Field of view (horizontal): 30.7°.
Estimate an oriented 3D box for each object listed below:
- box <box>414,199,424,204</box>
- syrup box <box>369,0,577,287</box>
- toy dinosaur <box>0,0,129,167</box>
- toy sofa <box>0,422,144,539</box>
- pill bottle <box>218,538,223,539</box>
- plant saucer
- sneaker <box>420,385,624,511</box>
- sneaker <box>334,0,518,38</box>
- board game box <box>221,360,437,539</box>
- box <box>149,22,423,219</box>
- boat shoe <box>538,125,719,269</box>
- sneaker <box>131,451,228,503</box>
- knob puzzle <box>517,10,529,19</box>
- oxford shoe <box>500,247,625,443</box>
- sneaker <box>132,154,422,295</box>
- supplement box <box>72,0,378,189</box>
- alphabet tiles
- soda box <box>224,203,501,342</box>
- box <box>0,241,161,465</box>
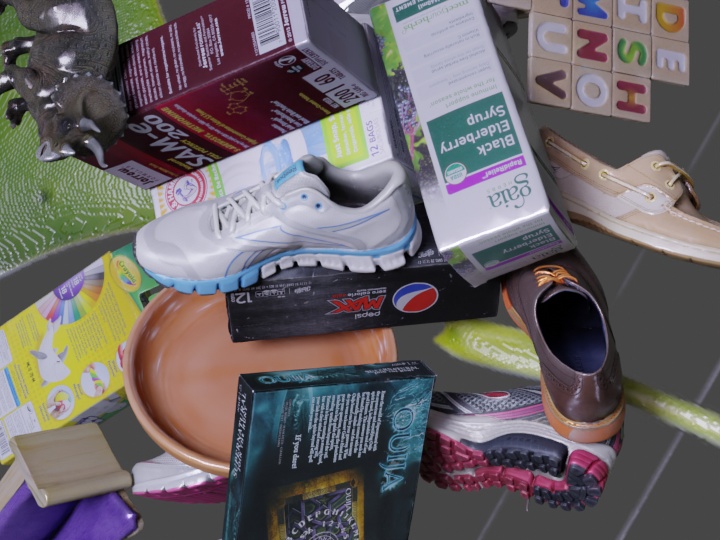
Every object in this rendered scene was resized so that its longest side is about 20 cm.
[{"bbox_3d":[-0.030,-0.066,1.058,0.200,0.038,0.137,-32,68,16],"label":"box"},{"bbox_3d":[0.077,-0.099,0.907,0.079,0.081,0.200,-21,65,15],"label":"syrup box"},{"bbox_3d":[-0.197,-0.146,0.868,0.102,0.077,0.200,-4,69,13],"label":"toy dinosaur"},{"bbox_3d":[-0.264,0.220,1.051,0.200,0.083,0.098,-50,60,32],"label":"toy sofa"},{"bbox_3d":[-0.071,0.302,0.962,0.112,0.112,0.200,-42,66,12],"label":"pill bottle"},{"bbox_3d":[-0.073,0.072,0.968,0.200,0.037,0.200,0,50,0],"label":"plant saucer"},{"bbox_3d":[0.095,0.117,0.949,0.200,0.081,0.075,9,49,33],"label":"sneaker"},{"bbox_3d":[0.029,-0.218,1.037,0.200,0.074,0.079,1,88,23],"label":"sneaker"},{"bbox_3d":[-0.026,0.160,0.895,0.028,0.135,0.200,41,128,55],"label":"board game box"},{"bbox_3d":[-0.054,-0.088,0.994,0.200,0.101,0.113,-18,71,21],"label":"box"},{"bbox_3d":[0.198,-0.053,0.928,0.200,0.074,0.069,22,95,28],"label":"boat shoe"},{"bbox_3d":[-0.095,0.122,1.034,0.200,0.081,0.088,-25,66,12],"label":"sneaker"},{"bbox_3d":[0.143,-0.289,1.026,0.220,0.030,0.220,-5,77,24],"label":"knob puzzle"},{"bbox_3d":[0.142,0.020,0.911,0.071,0.073,0.200,-13,46,-2],"label":"oxford shoe"},{"bbox_3d":[-0.058,-0.042,0.892,0.200,0.087,0.075,-10,50,-6],"label":"sneaker"},{"bbox_3d":[-0.102,-0.127,0.908,0.200,0.109,0.061,-19,70,22],"label":"supplement box"},{"bbox_3d":[0.167,-0.209,0.945,0.008,0.167,0.200,158,117,-66],"label":"alphabet tiles"},{"bbox_3d":[0.000,0.000,0.959,0.200,0.071,0.063,-5,49,-4],"label":"soda box"},{"bbox_3d":[-0.239,0.071,1.125,0.200,0.048,0.117,-33,67,19],"label":"box"}]
